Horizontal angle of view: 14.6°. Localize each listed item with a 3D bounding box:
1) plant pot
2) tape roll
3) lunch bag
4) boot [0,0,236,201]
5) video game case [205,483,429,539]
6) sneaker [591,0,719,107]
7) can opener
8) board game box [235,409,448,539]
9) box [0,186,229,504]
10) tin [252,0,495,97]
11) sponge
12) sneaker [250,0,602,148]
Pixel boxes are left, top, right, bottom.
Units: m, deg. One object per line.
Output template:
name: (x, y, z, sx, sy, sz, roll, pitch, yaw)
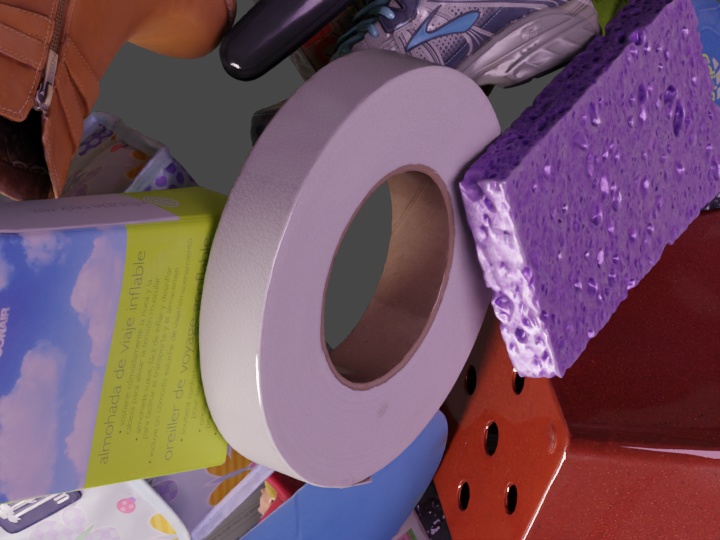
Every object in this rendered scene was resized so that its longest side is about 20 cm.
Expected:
plant pot: (0.144, 0.091, 1.444, 0.175, 0.200, 0.200, 6, 130, -21)
tape roll: (0.000, 0.000, 1.289, 0.203, 0.037, 0.204, -35, 135, -45)
lunch bag: (-0.129, 0.056, 1.344, 0.200, 0.127, 0.170, -42, 117, -7)
boot: (-0.125, -0.098, 1.240, 0.200, 0.076, 0.156, 40, 41, -51)
video game case: (-0.044, 0.196, 1.490, 0.200, 0.022, 0.183, -35, 118, -18)
sneaker: (0.148, -0.067, 1.498, 0.105, 0.076, 0.201, 22, 94, -36)
can opener: (0.014, -0.156, 1.319, 0.200, 0.063, 0.079, -37, 82, -7)
board game box: (-0.042, 0.131, 1.415, 0.200, 0.039, 0.158, -38, 158, -18)
box: (-0.126, 0.032, 1.196, 0.200, 0.048, 0.123, -6, 111, -52)
tin: (-0.002, -0.153, 1.410, 0.112, 0.042, 0.200, -43, 120, -18)
sponge: (0.119, -0.046, 1.378, 0.200, 0.030, 0.112, -46, 128, -43)
sneaker: (0.022, -0.116, 1.382, 0.200, 0.078, 0.087, -28, 104, -28)
